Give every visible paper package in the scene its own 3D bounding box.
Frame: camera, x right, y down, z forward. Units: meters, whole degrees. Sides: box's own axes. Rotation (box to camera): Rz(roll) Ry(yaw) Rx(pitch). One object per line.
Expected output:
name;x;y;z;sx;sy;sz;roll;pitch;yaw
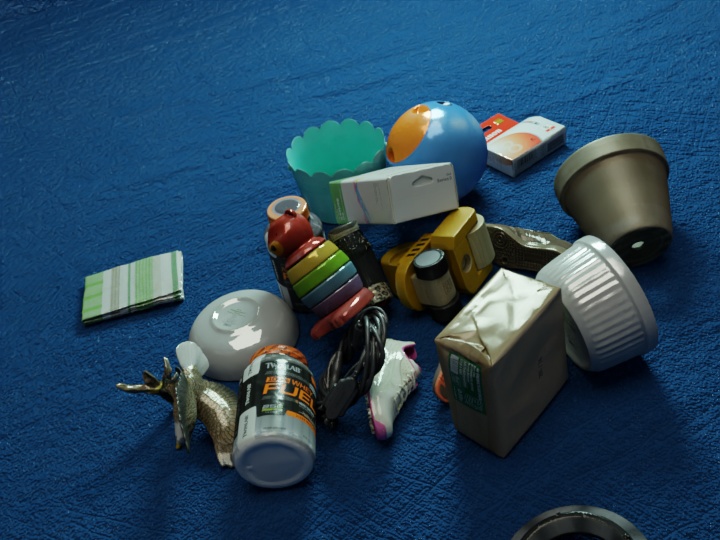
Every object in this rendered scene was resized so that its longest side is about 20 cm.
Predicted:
paper package;0.211;0.132;1.311;0.103;0.201;0.191;21;51;36

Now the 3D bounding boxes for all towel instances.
towel;-0.440;0.034;1.751;0.199;0.031;0.149;-16;37;0

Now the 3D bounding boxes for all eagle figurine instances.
eagle figurine;-0.259;0.215;1.406;0.151;0.152;0.199;-29;30;-35

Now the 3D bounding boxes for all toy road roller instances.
toy road roller;0.129;-0.015;1.579;0.146;0.123;0.200;8;42;41

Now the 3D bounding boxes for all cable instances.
cable;-0.010;0.141;1.395;0.051;0.201;0.163;25;17;-11

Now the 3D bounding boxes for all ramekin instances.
ramekin;0.350;0.058;1.371;0.105;0.201;0.200;-29;41;-5

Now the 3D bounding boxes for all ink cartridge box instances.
ink cartridge box;0.308;-0.285;1.907;0.162;0.050;0.200;-33;46;-23
ink cartridge box;0.058;-0.137;1.614;0.145;0.088;0.200;-16;9;-30

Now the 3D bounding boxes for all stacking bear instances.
stacking bear;-0.078;-0.006;1.479;0.114;0.200;0.121;-39;4;-35

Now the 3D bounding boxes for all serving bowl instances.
serving bowl;-0.211;0.099;1.575;0.199;0.066;0.201;-8;40;7

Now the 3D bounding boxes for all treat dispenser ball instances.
treat dispenser ball;0.149;-0.229;1.762;0.200;0.202;0.201;-8;39;6

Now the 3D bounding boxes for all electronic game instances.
electronic game;0.269;0.382;1.117;0.199;0.042;0.201;-13;41;12

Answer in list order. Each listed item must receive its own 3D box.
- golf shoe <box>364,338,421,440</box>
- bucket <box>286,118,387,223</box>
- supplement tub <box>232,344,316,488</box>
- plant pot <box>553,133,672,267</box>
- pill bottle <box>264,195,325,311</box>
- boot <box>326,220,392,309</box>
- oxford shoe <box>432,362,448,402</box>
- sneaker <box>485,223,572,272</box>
golf shoe;0.051;0.176;1.404;0.091;0.076;0.201;-5;41;4
bucket;-0.039;-0.201;1.832;0.206;0.135;0.208;-7;40;6
supplement tub;-0.128;0.216;1.365;0.122;0.123;0.200;-9;39;4
plant pot;0.457;-0.107;1.563;0.199;0.200;0.174;-12;55;1
pill bottle;-0.109;-0.033;1.597;0.106;0.201;0.106;-8;39;7
boot;-0.001;0.001;1.617;0.073;0.204;0.154;-25;82;-2
oxford shoe;0.158;0.132;1.447;0.072;0.071;0.200;-15;31;47
sneaker;0.302;-0.040;1.615;0.199;0.071;0.075;23;32;32
